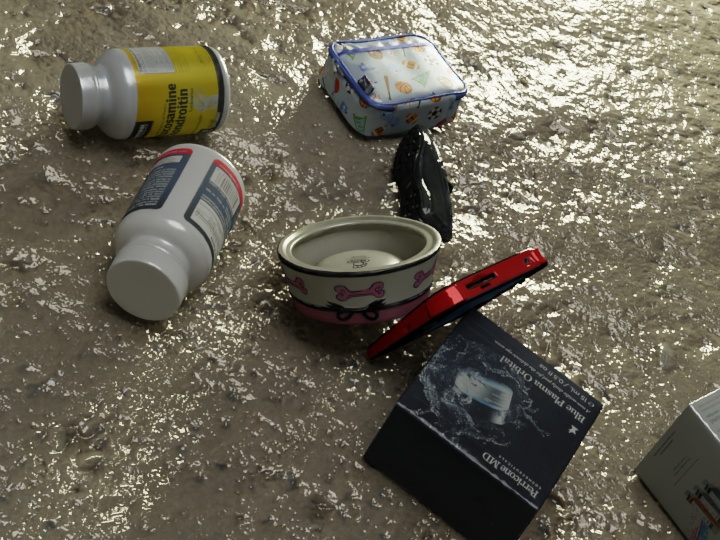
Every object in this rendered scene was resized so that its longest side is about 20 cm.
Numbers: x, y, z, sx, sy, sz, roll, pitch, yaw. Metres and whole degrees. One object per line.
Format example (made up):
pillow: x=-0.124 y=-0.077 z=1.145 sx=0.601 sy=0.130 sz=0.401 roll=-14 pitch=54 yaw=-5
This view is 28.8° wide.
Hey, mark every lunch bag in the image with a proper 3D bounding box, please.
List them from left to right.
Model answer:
lunch bag: x=0.042 y=-0.271 z=1.998 sx=0.198 sy=0.076 sz=0.161 roll=-10 pitch=53 yaw=-34

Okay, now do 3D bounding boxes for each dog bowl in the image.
dog bowl: x=0.000 y=0.000 z=1.672 sx=0.197 sy=0.075 sz=0.201 roll=-3 pitch=21 yaw=1

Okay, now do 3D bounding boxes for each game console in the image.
game console: x=0.118 y=0.042 z=1.679 sx=0.198 sy=0.177 sz=0.031 roll=-22 pitch=76 yaw=-39

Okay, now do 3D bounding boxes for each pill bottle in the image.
pill bottle: x=-0.273 y=-0.225 z=1.770 sx=0.198 sy=0.113 sz=0.113 roll=-8 pitch=54 yaw=-31
pill bottle: x=-0.218 y=-0.043 z=1.626 sx=0.118 sy=0.120 sz=0.201 roll=25 pitch=44 yaw=-3

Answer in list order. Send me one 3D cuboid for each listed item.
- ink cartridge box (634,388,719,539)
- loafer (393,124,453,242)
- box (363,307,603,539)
ink cartridge box: x=0.463 y=0.255 z=1.675 sx=0.144 sy=0.145 sz=0.201 roll=-18 pitch=61 yaw=-37
loafer: x=0.088 y=-0.115 z=1.889 sx=0.070 sy=0.068 sz=0.202 roll=27 pitch=38 yaw=-29
box: x=0.143 y=0.184 z=1.602 sx=0.196 sy=0.118 sz=0.200 roll=36 pitch=45 yaw=8
